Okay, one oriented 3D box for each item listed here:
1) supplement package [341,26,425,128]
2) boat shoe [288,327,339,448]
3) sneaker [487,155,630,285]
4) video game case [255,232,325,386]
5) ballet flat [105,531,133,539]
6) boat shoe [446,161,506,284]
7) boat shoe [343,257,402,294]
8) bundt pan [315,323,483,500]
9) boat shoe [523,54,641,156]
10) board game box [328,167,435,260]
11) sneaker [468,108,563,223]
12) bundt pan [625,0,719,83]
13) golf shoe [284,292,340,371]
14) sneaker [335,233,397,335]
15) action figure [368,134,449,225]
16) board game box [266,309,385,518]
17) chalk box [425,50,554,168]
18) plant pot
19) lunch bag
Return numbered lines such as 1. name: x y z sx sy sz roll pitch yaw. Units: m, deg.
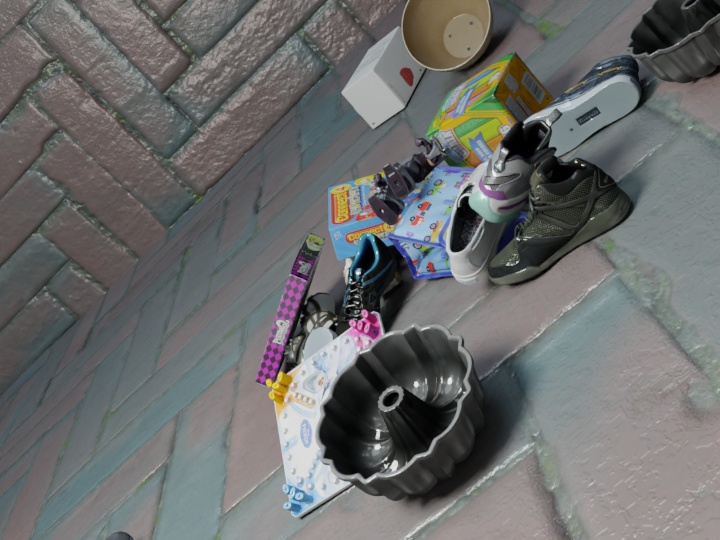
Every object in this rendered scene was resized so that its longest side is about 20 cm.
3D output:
1. supplement package: 0.062 -0.464 2.256 0.119 0.121 0.202 -26 27 43
2. boat shoe: -0.048 0.183 1.274 0.073 0.068 0.203 -17 57 34
3. sneaker: 0.216 -0.067 1.144 0.198 0.114 0.077 -36 19 32
4. video game case: -0.114 0.062 1.540 0.182 0.035 0.203 -72 2 -67
5. ballet flat: -0.427 0.495 1.460 0.200 0.073 0.073 -47 19 -10
6. boat shoe: 0.151 -0.079 1.241 0.071 0.069 0.203 3 53 31
7. boat shoe: 0.000 0.000 1.533 0.069 0.071 0.200 -45 20 -5
8. bundt pan: 0.052 0.162 1.024 0.199 0.076 0.204 -27 35 20
9. boat shoe: 0.313 -0.233 1.348 0.198 0.071 0.092 -24 26 33
10. board game box: 0.045 -0.106 1.551 0.192 0.057 0.201 -16 24 4
11. sneaker: 0.228 -0.147 1.195 0.199 0.077 0.142 -30 -31 -46
12. bundt pan: 0.448 -0.321 1.213 0.201 0.076 0.203 -40 20 18
13. golf shoe: -0.050 0.099 1.471 0.093 0.079 0.201 -14 29 18
14. sneaker: -0.003 0.041 1.378 0.072 0.082 0.204 1 61 23
15. action figure: 0.070 -0.148 1.432 0.130 0.069 0.200 -46 5 28
16. board game box: -0.036 0.178 1.193 0.199 0.026 0.203 -36 46 24
17. chalk box: 0.194 -0.228 1.498 0.199 0.125 0.125 -27 26 47
18. plant pot: 0.202 -0.517 2.013 0.199 0.202 0.134 -39 -16 18
19. lunch bag: 0.163 -0.067 1.330 0.198 0.095 0.152 4 50 48
